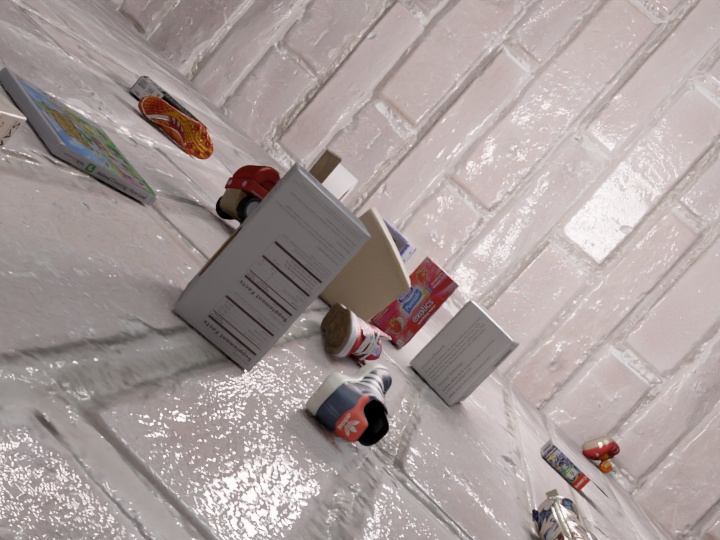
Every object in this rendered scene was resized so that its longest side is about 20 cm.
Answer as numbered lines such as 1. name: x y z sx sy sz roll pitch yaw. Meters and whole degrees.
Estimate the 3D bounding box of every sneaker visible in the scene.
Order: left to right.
1. sneaker: -0.413 -0.329 1.789 0.200 0.073 0.077 43 -5 -29
2. sneaker: -0.001 0.117 1.281 0.112 0.071 0.200 38 4 -12
3. sneaker: 0.007 0.168 0.962 0.084 0.075 0.200 42 15 17

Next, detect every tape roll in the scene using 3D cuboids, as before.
1. tape roll: -0.125 -0.303 2.904 0.139 0.203 0.203 42 6 0

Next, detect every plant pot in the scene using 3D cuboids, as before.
1. plant pot: 0.000 0.000 1.633 0.177 0.199 0.200 53 5 -1

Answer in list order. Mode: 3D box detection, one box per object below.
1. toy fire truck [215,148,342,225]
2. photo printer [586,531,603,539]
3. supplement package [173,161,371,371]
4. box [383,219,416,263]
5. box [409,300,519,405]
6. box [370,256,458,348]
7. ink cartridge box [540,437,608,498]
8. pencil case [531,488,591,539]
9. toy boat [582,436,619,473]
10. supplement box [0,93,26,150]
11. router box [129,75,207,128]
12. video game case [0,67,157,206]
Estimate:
1. toy fire truck: -0.142 -0.151 1.477 0.128 0.201 0.176 11 -20 46
2. photo printer: 0.425 0.518 1.227 0.200 0.069 0.166 43 5 -4
3. supplement package: -0.097 -0.008 0.882 0.109 0.200 0.114 42 5 -11
4. box: 0.052 -0.032 2.185 0.105 0.184 0.200 42 6 9
5. box: 0.237 0.185 1.766 0.131 0.200 0.199 46 7 16
6. box: 0.126 0.074 1.815 0.100 0.200 0.095 43 4 8
7. ink cartridge box: 0.584 0.554 2.167 0.200 0.050 0.109 45 5 9
8. pencil case: 0.315 0.412 1.200 0.090 0.077 0.200 62 5 -4
9. toy boat: 0.978 0.751 3.189 0.200 0.130 0.132 35 38 -51
10. supplement box: -0.381 -0.150 0.630 0.126 0.074 0.200 43 6 3
11. router box: -0.474 -0.400 1.971 0.200 0.051 0.149 41 4 -16
12. video game case: -0.389 -0.183 1.093 0.200 0.022 0.182 46 7 32
